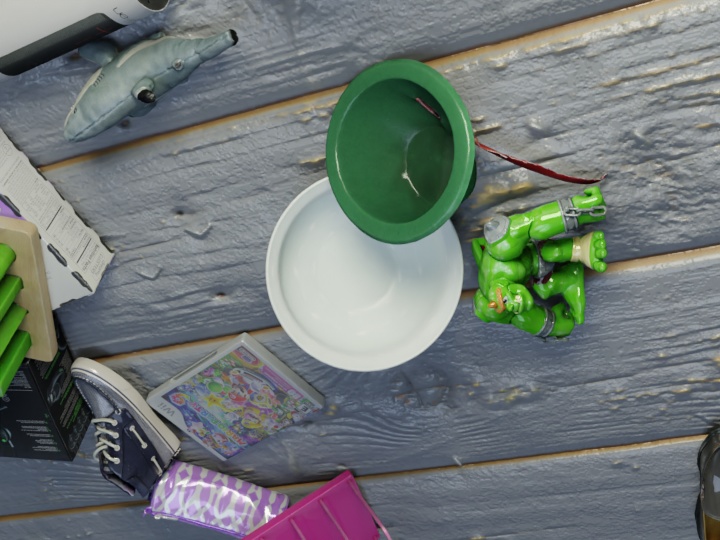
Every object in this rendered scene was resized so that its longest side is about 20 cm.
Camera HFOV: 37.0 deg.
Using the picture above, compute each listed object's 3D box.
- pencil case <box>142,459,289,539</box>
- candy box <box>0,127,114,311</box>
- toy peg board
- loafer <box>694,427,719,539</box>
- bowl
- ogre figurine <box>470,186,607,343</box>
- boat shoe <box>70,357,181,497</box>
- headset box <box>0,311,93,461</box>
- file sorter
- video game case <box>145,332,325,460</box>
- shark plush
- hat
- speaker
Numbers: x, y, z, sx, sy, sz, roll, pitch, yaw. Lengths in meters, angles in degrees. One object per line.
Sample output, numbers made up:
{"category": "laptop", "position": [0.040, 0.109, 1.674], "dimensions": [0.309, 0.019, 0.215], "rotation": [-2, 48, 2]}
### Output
{"category": "pencil case", "position": [-0.196, 0.322, 1.474], "dimensions": [0.197, 0.086, 0.084], "rotation": [16, 140, -2]}
{"category": "candy box", "position": [-0.407, -0.039, 1.211], "dimensions": [0.166, 0.072, 0.201], "rotation": [-21, 123, 28]}
{"category": "toy peg board", "position": [-0.453, 0.036, 1.174], "dimensions": [0.196, 0.098, 0.202], "rotation": [11, 132, 5]}
{"category": "loafer", "position": [0.437, 0.269, 1.280], "dimensions": [0.072, 0.073, 0.202], "rotation": [0, 130, 15]}
{"category": "bowl", "position": [0.000, 0.000, 1.106], "dimensions": [0.199, 0.203, 0.090], "rotation": [22, 177, -7]}
{"category": "ogre figurine", "position": [0.176, 0.001, 1.094], "dimensions": [0.118, 0.099, 0.200], "rotation": [-2, 157, -4]}
{"category": "boat shoe", "position": [-0.317, 0.208, 1.386], "dimensions": [0.074, 0.093, 0.201], "rotation": [-8, 131, 43]}
{"category": "headset box", "position": [-0.454, 0.152, 1.379], "dimensions": [0.172, 0.093, 0.202], "rotation": [1, 132, 12]}
{"category": "file sorter", "position": [-0.052, 0.396, 1.412], "dimensions": [0.199, 0.125, 0.140], "rotation": [-31, 129, -12]}
{"category": "video game case", "position": [-0.161, 0.166, 1.371], "dimensions": [0.199, 0.018, 0.143], "rotation": [-32, 118, 34]}
{"category": "shark plush", "position": [-0.195, -0.176, 1.028], "dimensions": [0.198, 0.084, 0.091], "rotation": [-8, 129, 20]}
{"category": "hat", "position": [0.089, -0.103, 1.059], "dimensions": [0.200, 0.175, 0.166], "rotation": [51, 118, 26]}
{"category": "speaker", "position": [-0.274, -0.244, 0.990], "dimensions": [0.198, 0.082, 0.082], "rotation": [-16, 126, 25]}
